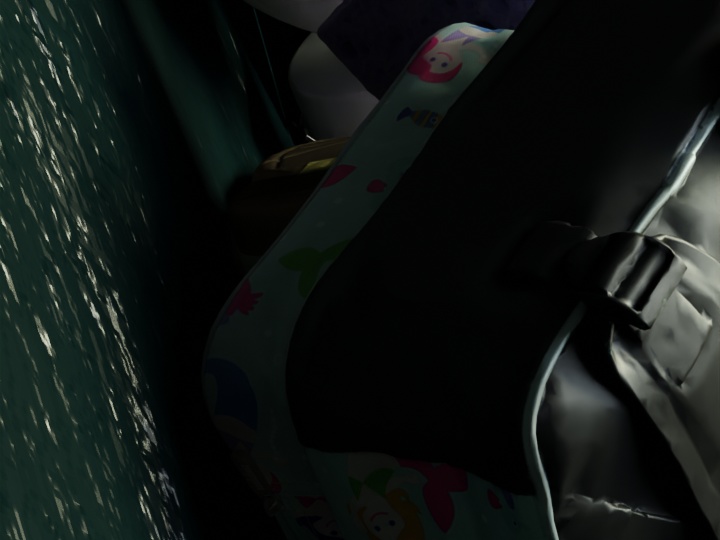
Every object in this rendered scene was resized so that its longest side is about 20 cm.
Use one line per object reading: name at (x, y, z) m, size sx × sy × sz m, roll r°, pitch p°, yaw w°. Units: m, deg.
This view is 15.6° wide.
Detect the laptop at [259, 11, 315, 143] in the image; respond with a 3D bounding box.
laptop at (0.006, -0.135, 1.088) m, size 0.178 × 0.103 × 0.201 m, roll -108°, pitch -159°, yaw -45°

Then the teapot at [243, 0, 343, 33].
teapot at (0.000, -0.154, 0.861) m, size 0.146 × 0.199 × 0.198 m, roll -48°, pitch 134°, yaw -62°

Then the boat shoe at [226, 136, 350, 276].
boat shoe at (0.000, 0.000, 0.825) m, size 0.200 × 0.071 × 0.077 m, roll -39°, pitch 119°, yaw -73°

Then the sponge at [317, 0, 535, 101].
sponge at (0.087, -0.027, 0.751) m, size 0.200 × 0.112 × 0.030 m, roll 45°, pitch 51°, yaw -6°

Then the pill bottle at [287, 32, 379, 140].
pill bottle at (0.049, -0.007, 0.996) m, size 0.112 × 0.112 × 0.201 m, roll -102°, pitch 168°, yaw -60°

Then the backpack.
backpack at (0.067, 0.038, 0.667) m, size 0.178 × 0.150 × 0.200 m, roll -54°, pitch 130°, yaw -29°
